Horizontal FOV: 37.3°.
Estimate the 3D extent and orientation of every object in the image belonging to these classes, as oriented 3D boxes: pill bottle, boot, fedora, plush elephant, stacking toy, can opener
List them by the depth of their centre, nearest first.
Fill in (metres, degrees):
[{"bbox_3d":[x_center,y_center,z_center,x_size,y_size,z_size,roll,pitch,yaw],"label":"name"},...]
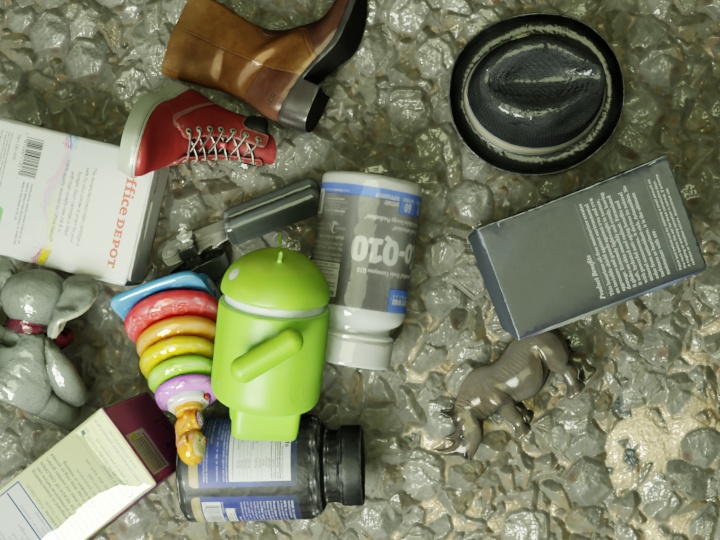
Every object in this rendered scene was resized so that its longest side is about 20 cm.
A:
[{"bbox_3d":[-0.189,0.111,1.132,0.108,0.116,0.202,-18,59,5],"label":"stacking toy"},{"bbox_3d":[-0.166,-0.136,1.134,0.142,0.200,0.073,21,117,2],"label":"boot"},{"bbox_3d":[-0.358,0.068,1.158,0.162,0.200,0.157,20,76,10],"label":"plush elephant"},{"bbox_3d":[0.000,0.000,1.160,0.112,0.114,0.204,8,90,3],"label":"pill bottle"},{"bbox_3d":[0.195,-0.198,1.162,0.197,0.092,0.204,0,90,3],"label":"fedora"},{"bbox_3d":[-0.095,0.215,1.163,0.196,0.112,0.114,-2,89,3],"label":"pill bottle"},{"bbox_3d":[-0.133,-0.044,1.207,0.198,0.053,0.067,-25,122,4],"label":"can opener"},{"bbox_3d":[-0.106,-0.271,1.210,0.198,0.068,0.191,25,90,16],"label":"boot"}]

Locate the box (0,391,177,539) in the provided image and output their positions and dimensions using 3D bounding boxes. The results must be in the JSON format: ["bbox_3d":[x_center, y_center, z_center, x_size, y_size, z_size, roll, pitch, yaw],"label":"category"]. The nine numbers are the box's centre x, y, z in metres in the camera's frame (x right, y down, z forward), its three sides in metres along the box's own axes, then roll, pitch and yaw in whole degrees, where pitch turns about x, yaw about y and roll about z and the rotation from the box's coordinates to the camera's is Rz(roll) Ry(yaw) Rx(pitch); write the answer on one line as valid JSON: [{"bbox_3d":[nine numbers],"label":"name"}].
[{"bbox_3d":[-0.299,0.236,1.141,0.199,0.176,0.097,-38,87,1],"label":"box"}]

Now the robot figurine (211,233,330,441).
[{"bbox_3d":[-0.091,0.069,1.087,0.114,0.176,0.203,5,104,-9],"label":"robot figurine"}]

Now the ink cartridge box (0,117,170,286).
[{"bbox_3d":[-0.327,-0.076,1.193,0.197,0.084,0.147,13,90,3],"label":"ink cartridge box"}]

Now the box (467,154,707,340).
[{"bbox_3d":[0.224,-0.019,1.106,0.196,0.200,0.125,-20,89,3],"label":"box"}]

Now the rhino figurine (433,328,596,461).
[{"bbox_3d":[0.159,0.139,1.177,0.199,0.060,0.088,-38,91,3],"label":"rhino figurine"}]
